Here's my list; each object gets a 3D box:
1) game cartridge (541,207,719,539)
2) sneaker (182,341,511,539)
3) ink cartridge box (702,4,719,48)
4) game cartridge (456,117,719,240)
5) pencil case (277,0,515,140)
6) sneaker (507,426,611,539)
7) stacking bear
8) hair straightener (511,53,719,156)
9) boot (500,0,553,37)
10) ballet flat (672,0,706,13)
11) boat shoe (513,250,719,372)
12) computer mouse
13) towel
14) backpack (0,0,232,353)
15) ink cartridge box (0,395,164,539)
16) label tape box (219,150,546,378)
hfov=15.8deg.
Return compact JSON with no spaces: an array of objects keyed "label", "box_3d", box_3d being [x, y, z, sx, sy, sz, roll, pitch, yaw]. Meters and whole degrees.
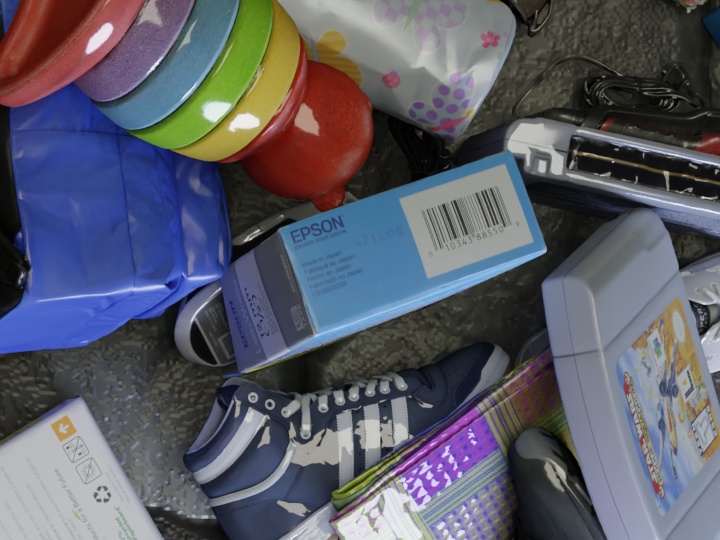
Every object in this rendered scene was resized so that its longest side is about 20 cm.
[{"label":"game cartridge","box_3d":[0.162,0.079,1.479,0.041,0.133,0.201,-11,106,27]},{"label":"sneaker","box_3d":[-0.012,0.082,1.522,0.200,0.070,0.109,-39,96,-10]},{"label":"ink cartridge box","box_3d":[0.298,-0.171,1.549,0.116,0.200,0.068,-35,93,-13]},{"label":"game cartridge","box_3d":[0.162,-0.052,1.541,0.199,0.133,0.041,12,81,-12]},{"label":"pencil case","box_3d":[-0.013,-0.149,1.446,0.199,0.083,0.091,27,53,-11]},{"label":"sneaker","box_3d":[0.118,0.178,1.513,0.079,0.076,0.201,-24,123,2]},{"label":"stacking bear","box_3d":[-0.078,-0.105,1.371,0.200,0.113,0.122,31,58,-32]},{"label":"hair straightener","box_3d":[0.186,-0.093,1.598,0.199,0.041,0.077,7,44,-14]},{"label":"boot","box_3d":[0.103,-0.265,1.581,0.174,0.069,0.200,-36,81,-2]},{"label":"ballet flat","box_3d":[0.251,-0.237,1.621,0.200,0.076,0.064,-39,125,-9]},{"label":"boat shoe","box_3d":[0.190,0.032,1.573,0.199,0.068,0.072,-13,88,-14]},{"label":"computer mouse","box_3d":[-0.030,-0.018,1.526,0.199,0.110,0.044,-31,51,-8]},{"label":"towel","box_3d":[0.082,0.122,1.517,0.200,0.023,0.144,-36,133,-7]},{"label":"backpack","box_3d":[-0.168,-0.066,1.458,0.167,0.162,0.201,-4,77,-34]},{"label":"ink cartridge box","box_3d":[-0.196,0.207,1.483,0.199,0.047,0.198,-31,94,-12]},{"label":"label tape box","box_3d":[0.000,0.000,1.458,0.143,0.200,0.066,-20,89,-19]}]
